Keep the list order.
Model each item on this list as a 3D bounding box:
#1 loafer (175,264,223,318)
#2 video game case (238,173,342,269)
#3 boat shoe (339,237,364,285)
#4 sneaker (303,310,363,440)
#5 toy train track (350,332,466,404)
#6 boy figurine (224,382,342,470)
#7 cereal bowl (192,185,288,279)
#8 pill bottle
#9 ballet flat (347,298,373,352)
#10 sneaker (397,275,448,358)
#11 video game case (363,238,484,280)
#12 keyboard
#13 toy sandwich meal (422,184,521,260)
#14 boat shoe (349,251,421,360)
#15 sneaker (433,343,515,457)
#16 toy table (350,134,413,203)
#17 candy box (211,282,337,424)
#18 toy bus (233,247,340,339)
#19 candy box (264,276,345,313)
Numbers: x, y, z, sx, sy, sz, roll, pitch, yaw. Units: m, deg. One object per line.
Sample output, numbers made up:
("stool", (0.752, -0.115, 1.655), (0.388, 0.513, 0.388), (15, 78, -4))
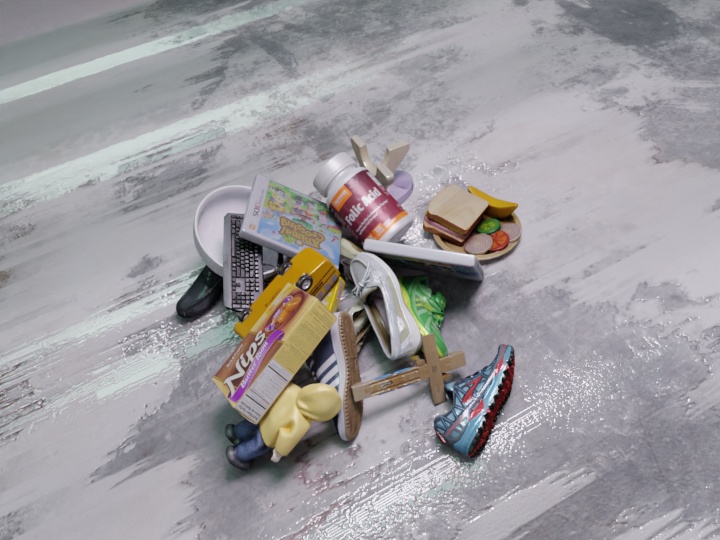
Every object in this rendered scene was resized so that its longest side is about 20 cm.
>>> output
("loafer", (-0.299, 0.013, 1.160), (0.067, 0.071, 0.201), (21, 53, 31))
("video game case", (-0.128, -0.094, 1.125), (0.197, 0.022, 0.184), (22, 40, -18))
("boat shoe", (-0.001, -0.001, 1.114), (0.066, 0.072, 0.200), (-51, 36, 0))
("sneaker", (-0.059, 0.175, 0.939), (0.107, 0.070, 0.204), (-11, 77, 22))
("toy train track", (0.076, 0.168, 0.929), (0.197, 0.117, 0.032), (-15, 10, -16))
("boy figurine", (-0.118, 0.224, 0.880), (0.198, 0.065, 0.125), (-32, 43, 12))
("cereal bowl", (-0.235, -0.062, 1.135), (0.197, 0.083, 0.203), (12, 57, -20))
("pill bottle", (0.003, -0.134, 1.158), (0.114, 0.114, 0.200), (-39, 80, -26))
("ballet flat", (-0.018, 0.106, 1.018), (0.067, 0.076, 0.200), (23, 54, 26))
("sneaker", (0.119, 0.075, 1.025), (0.082, 0.075, 0.202), (-18, 46, -2))
("video game case", (0.122, -0.018, 1.055), (0.196, 0.182, 0.024), (10, 84, 18))
("keyboard", (-0.193, -0.015, 1.068), (0.125, 0.021, 0.203), (5, 62, -24))
("toy sandwich meal", (0.233, -0.105, 1.179), (0.201, 0.071, 0.207), (-5, 46, 5))
("boat shoe", (0.032, 0.057, 0.977), (0.064, 0.074, 0.204), (-8, 63, -39))
("sneaker", (0.180, 0.186, 0.905), (0.094, 0.080, 0.201), (18, 52, 28))
("toy table", (0.027, -0.210, 1.286), (0.198, 0.118, 0.184), (-32, 49, -21))
("candy box", (-0.137, 0.124, 0.900), (0.201, 0.057, 0.116), (-51, 31, -11))
("toy bus", (-0.128, 0.053, 1.009), (0.065, 0.079, 0.201), (30, 75, 39))
("candy box", (-0.130, 0.061, 1.076), (0.197, 0.026, 0.104), (-2, 57, 27))
